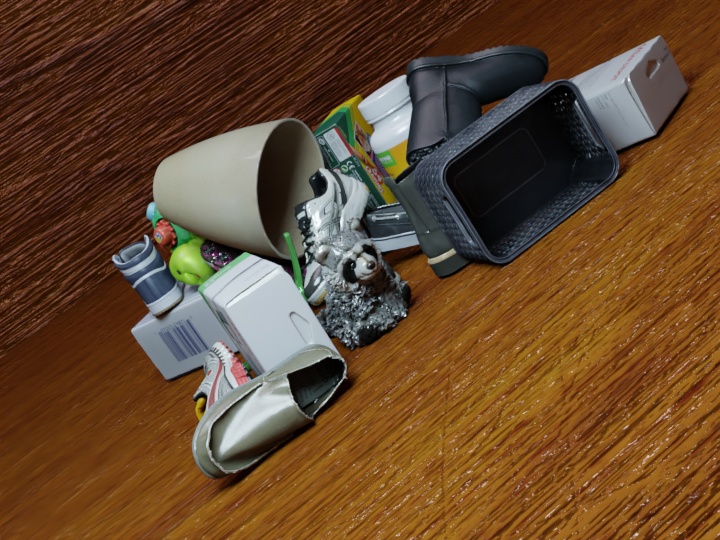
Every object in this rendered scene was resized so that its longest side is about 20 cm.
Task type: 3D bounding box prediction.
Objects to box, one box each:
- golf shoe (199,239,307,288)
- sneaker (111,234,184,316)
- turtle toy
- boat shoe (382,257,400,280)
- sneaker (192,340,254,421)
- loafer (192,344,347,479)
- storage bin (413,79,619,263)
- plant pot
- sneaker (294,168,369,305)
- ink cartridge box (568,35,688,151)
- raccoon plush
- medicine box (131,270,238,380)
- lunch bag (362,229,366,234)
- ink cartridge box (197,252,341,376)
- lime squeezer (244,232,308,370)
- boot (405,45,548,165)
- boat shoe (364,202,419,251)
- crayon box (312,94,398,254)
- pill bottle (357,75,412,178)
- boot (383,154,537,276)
[{"bbox_3d":[-0.138,0.003,1.588,0.199,0.092,0.073,16,53,22],"label":"golf shoe"},{"bbox_3d":[-0.326,0.001,1.718,0.070,0.109,0.200,-35,13,-7],"label":"sneaker"},{"bbox_3d":[-0.257,-0.055,1.692,0.101,0.146,0.200,-43,38,9],"label":"turtle toy"},{"bbox_3d":[0.000,0.000,1.490,0.072,0.061,0.201,-34,13,-5],"label":"boat shoe"},{"bbox_3d":[-0.170,0.143,1.353,0.082,0.078,0.200,-37,13,-8],"label":"sneaker"},{"bbox_3d":[-0.091,0.140,1.172,0.200,0.075,0.070,-41,10,-28],"label":"loafer"},{"bbox_3d":[0.179,-0.114,1.294,0.200,0.135,0.094,-37,14,-11],"label":"storage bin"},{"bbox_3d":[-0.176,-0.112,1.536,0.199,0.188,0.187,2,30,28],"label":"plant pot"},{"bbox_3d":[-0.056,-0.047,1.482,0.076,0.087,0.201,-40,28,50],"label":"sneaker"},{"bbox_3d":[0.299,-0.202,1.434,0.200,0.085,0.146,-21,18,44],"label":"ink cartridge box"},{"bbox_3d":[-0.035,0.020,1.335,0.200,0.134,0.097,-21,19,45],"label":"raccoon plush"},{"bbox_3d":[-0.219,0.055,1.733,0.182,0.103,0.200,-24,16,38],"label":"medicine box"},{"bbox_3d":[-0.093,-0.060,1.690,0.200,0.170,0.124,-41,13,-28],"label":"lunch bag"},{"bbox_3d":[-0.109,0.065,1.330,0.084,0.146,0.200,-35,13,-11],"label":"ink cartridge box"},{"bbox_3d":[-0.099,0.046,1.492,0.038,0.070,0.201,-107,34,-69],"label":"lime squeezer"},{"bbox_3d":[0.156,-0.208,1.485,0.199,0.077,0.169,-4,60,4],"label":"boot"},{"bbox_3d":[0.098,-0.082,1.484,0.199,0.068,0.074,-13,18,31],"label":"boat shoe"},{"bbox_3d":[0.015,-0.146,1.672,0.058,0.200,0.173,-28,14,23],"label":"crayon box"},{"bbox_3d":[0.083,-0.170,1.589,0.111,0.200,0.111,-32,13,8],"label":"pill bottle"},{"bbox_3d":[0.135,-0.105,1.368,0.200,0.139,0.077,-39,14,-26],"label":"boot"}]
